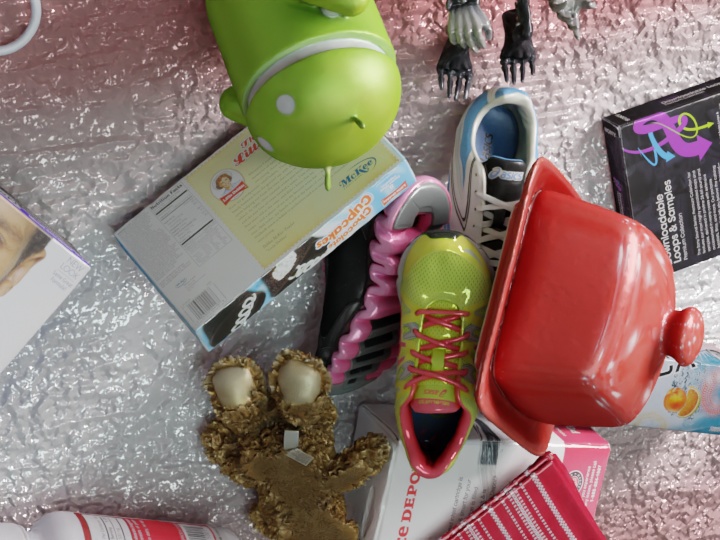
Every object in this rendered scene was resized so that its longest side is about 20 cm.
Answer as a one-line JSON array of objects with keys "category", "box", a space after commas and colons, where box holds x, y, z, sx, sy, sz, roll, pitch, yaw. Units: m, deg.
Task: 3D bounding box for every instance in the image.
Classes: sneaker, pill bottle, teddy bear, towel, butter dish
[{"category": "sneaker", "box": [0.062, 0.066, 1.608, 0.078, 0.090, 0.201, 2, 117, 6]}, {"category": "sneaker", "box": [0.000, 0.000, 1.672, 0.079, 0.095, 0.201, -6, 125, -47]}, {"category": "sneaker", "box": [0.100, -0.045, 1.665, 0.072, 0.072, 0.201, 6, 80, -9]}, {"category": "pill bottle", "box": [-0.195, 0.244, 1.656, 0.199, 0.112, 0.113, 9, 105, -26]}, {"category": "teddy bear", "box": [-0.054, 0.135, 1.689, 0.145, 0.067, 0.200, -23, 125, 17]}, {"category": "towel", "box": [0.106, 0.249, 1.747, 0.200, 0.022, 0.145, -37, 123, -3]}, {"category": "butter dish", "box": [0.184, 0.039, 1.618, 0.200, 0.147, 0.200, 41, 61, -63]}]

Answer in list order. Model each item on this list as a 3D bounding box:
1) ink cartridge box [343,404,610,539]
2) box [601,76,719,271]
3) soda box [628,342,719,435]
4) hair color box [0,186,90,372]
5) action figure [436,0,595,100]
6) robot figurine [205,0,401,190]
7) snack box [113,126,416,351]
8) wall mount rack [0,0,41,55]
[{"category": "ink cartridge box", "box": [0.088, 0.191, 1.777, 0.199, 0.084, 0.145, 4, 107, -25]}, {"category": "box", "box": [0.302, -0.088, 1.798, 0.199, 0.036, 0.144, -20, 115, -18]}, {"category": "soda box", "box": [0.219, 0.089, 1.805, 0.199, 0.068, 0.064, 7, 106, -25]}, {"category": "hair color box", "box": [-0.303, 0.033, 1.560, 0.109, 0.065, 0.200, 41, 88, -29]}, {"category": "action figure", "box": [0.111, -0.205, 1.583, 0.118, 0.102, 0.200, -8, 149, -10]}, {"category": "robot figurine", "box": [-0.040, -0.159, 1.531, 0.115, 0.201, 0.176, -7, 150, -24]}, {"category": "snack box", "box": [-0.071, -0.046, 1.602, 0.200, 0.116, 0.037, -39, 148, -6]}, {"category": "wall mount rack", "box": [-0.314, -0.159, 1.478, 0.199, 0.075, 0.174, 11, 105, -26]}]
